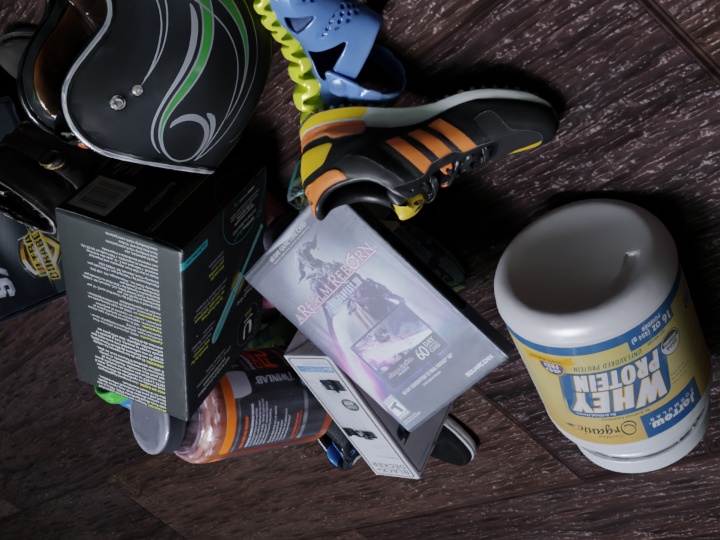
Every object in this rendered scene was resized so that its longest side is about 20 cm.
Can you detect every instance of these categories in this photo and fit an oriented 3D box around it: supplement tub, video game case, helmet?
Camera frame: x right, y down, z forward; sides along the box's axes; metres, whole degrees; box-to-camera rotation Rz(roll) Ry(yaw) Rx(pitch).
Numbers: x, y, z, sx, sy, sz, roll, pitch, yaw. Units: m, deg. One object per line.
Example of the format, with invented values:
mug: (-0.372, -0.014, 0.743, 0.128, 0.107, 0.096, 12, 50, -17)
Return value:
supplement tub: (0.204, 0.057, 0.943, 0.144, 0.145, 0.200, 4, 139, 36)
supplement tub: (-0.128, 0.135, 1.166, 0.107, 0.200, 0.107, 5, 97, 47)
video game case: (0.011, 0.034, 0.962, 0.200, 0.019, 0.143, 42, 132, -4)
helmet: (-0.164, -0.181, 0.874, 0.199, 0.191, 0.200, 14, -174, -1)

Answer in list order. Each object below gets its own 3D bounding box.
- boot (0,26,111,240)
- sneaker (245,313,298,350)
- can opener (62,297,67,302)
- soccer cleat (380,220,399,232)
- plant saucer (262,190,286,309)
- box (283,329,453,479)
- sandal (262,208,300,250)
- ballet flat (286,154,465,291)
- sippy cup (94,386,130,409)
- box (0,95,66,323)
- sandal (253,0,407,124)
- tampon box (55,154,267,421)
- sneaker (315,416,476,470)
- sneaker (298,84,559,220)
boot: (-0.301, -0.129, 1.055, 0.200, 0.174, 0.069, 32, 142, 13)
sneaker: (-0.104, 0.100, 1.301, 0.200, 0.090, 0.067, -13, 127, 47)
can opener: (-0.315, 0.016, 1.305, 0.200, 0.063, 0.079, 32, 162, 52)
soccer cleat: (0.028, 0.042, 1.018, 0.086, 0.070, 0.200, -11, 124, 21)
plant saucer: (-0.143, -0.043, 1.175, 0.200, 0.051, 0.201, 21, 146, 15)
box: (0.015, 0.110, 1.194, 0.060, 0.117, 0.200, -4, 135, 38)
sandal: (0.001, 0.000, 1.103, 0.200, 0.076, 0.043, 30, 150, -19)
ballet flat: (0.010, -0.026, 1.058, 0.200, 0.074, 0.074, 39, 147, -14)
sippy cup: (-0.230, 0.130, 1.408, 0.140, 0.178, 0.130, -32, 121, 28)
box: (-0.371, -0.047, 1.107, 0.046, 0.159, 0.200, -12, 102, 63)
sandal: (-0.021, -0.186, 0.870, 0.087, 0.080, 0.200, -1, 142, 21)
tampon box: (-0.176, 0.003, 1.059, 0.126, 0.150, 0.200, 19, 131, 16)
sneaker: (0.026, 0.192, 1.302, 0.200, 0.112, 0.073, 32, 149, -2)
sneaker: (0.053, -0.080, 0.877, 0.199, 0.090, 0.070, -5, 157, 7)
